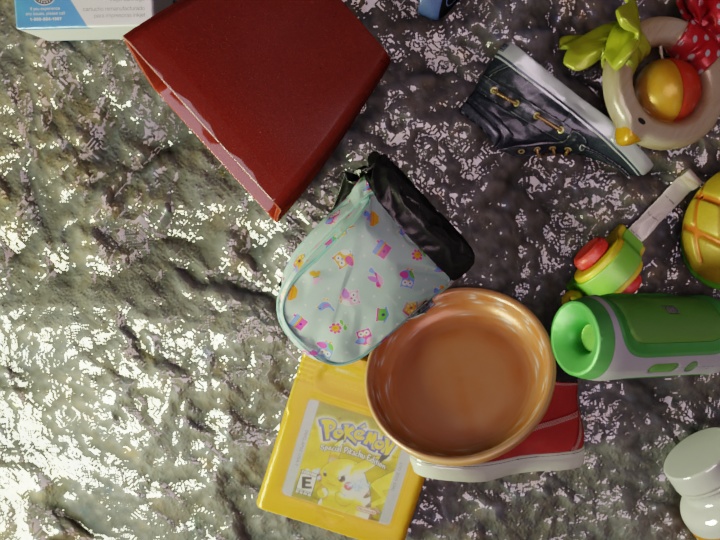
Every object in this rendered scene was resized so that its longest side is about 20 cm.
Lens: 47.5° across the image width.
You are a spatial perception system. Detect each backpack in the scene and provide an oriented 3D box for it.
[{"bbox_3d":[0.000,0.000,0.848,0.200,0.127,0.167,-42,98,10],"label":"backpack"}]

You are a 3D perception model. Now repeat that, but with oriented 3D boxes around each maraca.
[{"bbox_3d":[0.408,-0.062,0.814,0.107,0.138,0.200,18,134,-35],"label":"maraca"}]

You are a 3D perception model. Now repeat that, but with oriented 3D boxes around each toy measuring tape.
[{"bbox_3d":[0.289,-0.027,0.863,0.074,0.074,0.200,44,97,-4],"label":"toy measuring tape"}]

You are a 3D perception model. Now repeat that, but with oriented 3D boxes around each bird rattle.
[{"bbox_3d":[0.300,-0.201,0.810,0.199,0.113,0.164,-7,92,-22],"label":"bird rattle"}]

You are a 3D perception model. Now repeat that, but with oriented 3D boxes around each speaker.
[{"bbox_3d":[0.296,0.067,0.834,0.199,0.088,0.089,1,99,-26],"label":"speaker"}]

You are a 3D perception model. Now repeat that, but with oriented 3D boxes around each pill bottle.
[{"bbox_3d":[0.419,0.272,0.881,0.111,0.111,0.200,-37,95,6],"label":"pill bottle"}]

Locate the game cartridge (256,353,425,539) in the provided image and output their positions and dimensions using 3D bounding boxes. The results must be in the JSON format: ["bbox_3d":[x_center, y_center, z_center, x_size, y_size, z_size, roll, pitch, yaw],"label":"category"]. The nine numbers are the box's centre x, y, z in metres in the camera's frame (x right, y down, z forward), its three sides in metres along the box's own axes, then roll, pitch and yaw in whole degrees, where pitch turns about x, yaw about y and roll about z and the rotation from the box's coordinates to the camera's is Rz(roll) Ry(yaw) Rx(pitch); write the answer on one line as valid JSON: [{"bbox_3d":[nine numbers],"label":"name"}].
[{"bbox_3d":[-0.007,0.198,0.923,0.175,0.032,0.201,17,99,-1],"label":"game cartridge"}]

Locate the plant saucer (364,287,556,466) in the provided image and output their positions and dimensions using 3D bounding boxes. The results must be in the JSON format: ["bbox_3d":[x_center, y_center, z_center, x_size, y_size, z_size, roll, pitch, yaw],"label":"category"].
[{"bbox_3d":[0.104,0.111,0.855,0.199,0.038,0.201,-9,55,13],"label":"plant saucer"}]

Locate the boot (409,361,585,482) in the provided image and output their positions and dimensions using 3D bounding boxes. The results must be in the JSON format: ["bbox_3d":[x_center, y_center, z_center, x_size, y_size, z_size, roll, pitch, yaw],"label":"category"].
[{"bbox_3d":[0.146,0.147,0.886,0.199,0.072,0.145,-6,97,-13],"label":"boot"}]

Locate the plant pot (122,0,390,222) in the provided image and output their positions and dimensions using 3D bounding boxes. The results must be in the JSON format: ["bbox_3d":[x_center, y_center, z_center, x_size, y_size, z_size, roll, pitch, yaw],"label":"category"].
[{"bbox_3d":[-0.084,-0.184,0.799,0.176,0.200,0.200,-42,95,-5],"label":"plant pot"}]

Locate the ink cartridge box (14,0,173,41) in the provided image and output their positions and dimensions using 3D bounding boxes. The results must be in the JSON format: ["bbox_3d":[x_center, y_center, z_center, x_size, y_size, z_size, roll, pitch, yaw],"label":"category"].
[{"bbox_3d":[-0.272,-0.342,0.828,0.144,0.085,0.201,-1,97,2],"label":"ink cartridge box"}]

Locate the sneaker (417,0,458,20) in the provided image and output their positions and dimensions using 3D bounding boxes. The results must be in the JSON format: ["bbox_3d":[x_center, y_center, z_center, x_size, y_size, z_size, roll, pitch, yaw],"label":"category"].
[{"bbox_3d":[0.134,-0.334,0.824,0.078,0.070,0.201,31,97,4],"label":"sneaker"}]

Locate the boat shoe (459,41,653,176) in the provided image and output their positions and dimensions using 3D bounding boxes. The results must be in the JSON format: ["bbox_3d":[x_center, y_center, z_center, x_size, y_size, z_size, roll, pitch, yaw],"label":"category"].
[{"bbox_3d":[0.202,-0.142,0.856,0.200,0.071,0.091,38,106,-1],"label":"boat shoe"}]
